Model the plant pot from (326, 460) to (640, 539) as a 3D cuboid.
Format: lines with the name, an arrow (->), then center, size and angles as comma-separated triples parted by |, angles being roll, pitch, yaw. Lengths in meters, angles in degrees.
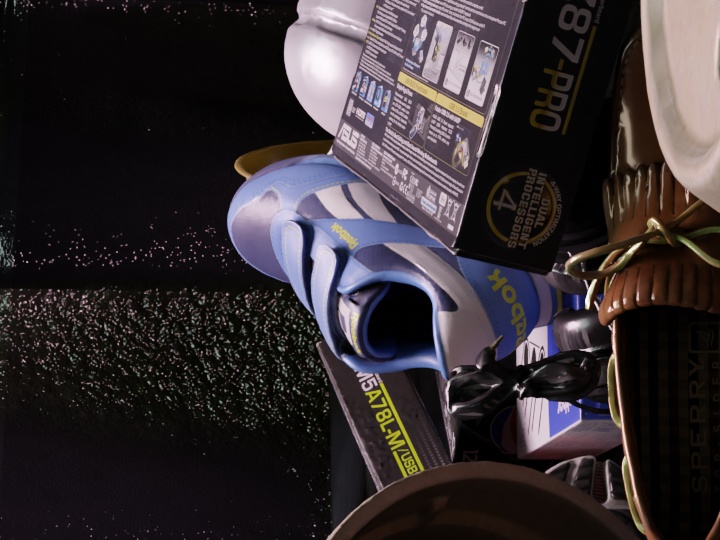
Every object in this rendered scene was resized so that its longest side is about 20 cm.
plant pot -> 0.021, 0.203, 0.963 | 0.183, 0.199, 0.202 | 145, 129, -59

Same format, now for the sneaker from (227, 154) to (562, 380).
sneaker -> 0.000, 0.000, 1.081 | 0.082, 0.199, 0.074 | -44, -48, -32

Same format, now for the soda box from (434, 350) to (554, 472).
soda box -> 0.081, 0.047, 1.382 | 0.200, 0.063, 0.071 | -99, 12, -61

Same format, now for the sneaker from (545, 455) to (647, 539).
sneaker -> 0.101, 0.191, 1.071 | 0.085, 0.076, 0.202 | 89, -178, -87

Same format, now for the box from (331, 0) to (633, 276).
box -> 0.050, -0.100, 0.903 | 0.200, 0.049, 0.163 | -138, 61, -71

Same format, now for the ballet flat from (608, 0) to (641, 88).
ballet flat -> 0.103, -0.159, 0.938 | 0.064, 0.067, 0.201 | -43, -27, -70

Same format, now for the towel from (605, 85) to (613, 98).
towel -> 0.119, -0.152, 1.159 | 0.200, 0.036, 0.150 | 106, 166, -73

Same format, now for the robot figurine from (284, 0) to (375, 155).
robot figurine -> 0.029, -0.148, 1.175 | 0.170, 0.112, 0.201 | -160, 91, -83

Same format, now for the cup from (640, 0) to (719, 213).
cup -> 0.130, -0.063, 0.401 | 0.200, 0.142, 0.202 | -179, 90, -84

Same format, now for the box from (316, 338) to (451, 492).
box -> 0.049, 0.154, 1.216 | 0.194, 0.047, 0.200 | 63, 180, -39

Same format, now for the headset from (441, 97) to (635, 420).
headset -> 0.092, 0.006, 0.926 | 0.200, 0.093, 0.124 | -64, -43, -64

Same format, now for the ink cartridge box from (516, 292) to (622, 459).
ink cartridge box -> 0.114, 0.041, 1.114 | 0.200, 0.044, 0.095 | 116, 155, -79

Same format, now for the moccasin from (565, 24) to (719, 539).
moccasin -> 0.119, 0.008, 0.817 | 0.078, 0.073, 0.203 | -10, -76, -70

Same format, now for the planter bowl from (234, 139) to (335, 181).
planter bowl -> 0.027, -0.017, 1.223 | 0.200, 0.198, 0.084 | -110, 23, -76
